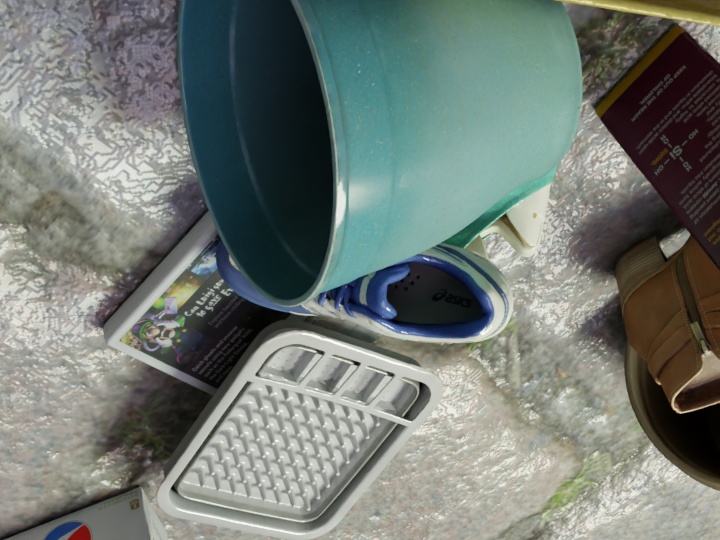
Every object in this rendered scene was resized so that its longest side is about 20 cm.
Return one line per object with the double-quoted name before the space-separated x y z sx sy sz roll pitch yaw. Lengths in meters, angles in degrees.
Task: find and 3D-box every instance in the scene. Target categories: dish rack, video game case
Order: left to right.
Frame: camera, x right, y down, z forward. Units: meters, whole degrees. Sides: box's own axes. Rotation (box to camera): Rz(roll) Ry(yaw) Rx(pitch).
"video game case" -0.056 0.016 0.828 0.200 0.024 0.181 -44 130 17
"dish rack" -0.050 0.120 0.873 0.170 0.044 0.201 19 119 -34

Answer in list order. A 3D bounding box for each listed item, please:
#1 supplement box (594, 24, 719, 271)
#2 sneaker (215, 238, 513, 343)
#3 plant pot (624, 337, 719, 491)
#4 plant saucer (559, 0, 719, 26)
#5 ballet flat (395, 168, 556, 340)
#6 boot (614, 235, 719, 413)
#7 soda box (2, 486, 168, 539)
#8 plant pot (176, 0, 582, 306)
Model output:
"supplement box" 0.257 -0.060 0.767 0.110 0.201 0.086 28 115 -37
"sneaker" 0.000 0.000 0.719 0.196 0.088 0.077 9 94 6
"plant pot" 0.335 0.099 0.961 0.199 0.202 0.173 -34 150 9
"plant saucer" 0.109 -0.228 0.612 0.196 0.204 0.048 3 168 -24
"ballet flat" 0.083 -0.024 0.795 0.199 0.071 0.067 -40 172 -3
"boot" 0.287 0.006 0.848 0.073 0.156 0.200 34 118 -28
"soda box" -0.253 0.251 0.916 0.197 0.064 0.069 -21 133 -5
"plant pot" 0.017 -0.102 0.655 0.185 0.200 0.203 -16 134 -26
